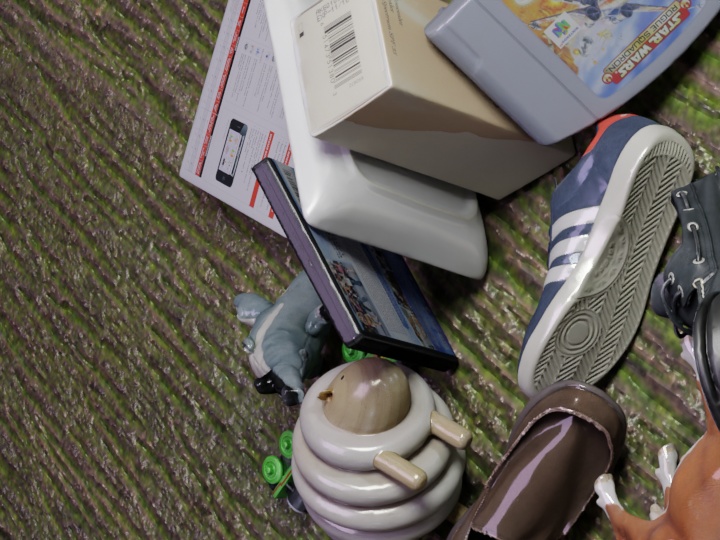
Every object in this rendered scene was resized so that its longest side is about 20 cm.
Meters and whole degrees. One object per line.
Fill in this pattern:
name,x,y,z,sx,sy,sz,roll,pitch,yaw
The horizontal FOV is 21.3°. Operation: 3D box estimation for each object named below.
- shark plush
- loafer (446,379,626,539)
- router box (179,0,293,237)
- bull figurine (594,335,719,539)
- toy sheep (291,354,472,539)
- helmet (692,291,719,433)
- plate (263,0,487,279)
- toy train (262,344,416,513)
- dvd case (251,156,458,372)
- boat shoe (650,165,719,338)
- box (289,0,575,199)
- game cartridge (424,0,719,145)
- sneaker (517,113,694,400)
shark plush,-0.052,0.044,1.447,0.083,0.200,0.091,-41,93,16
loafer,0.114,0.160,1.268,0.201,0.072,0.071,-63,-1,33
router box,-0.062,-0.143,1.576,0.179,0.048,0.202,30,106,49
bull figurine,0.224,0.115,1.162,0.201,0.065,0.122,-59,40,22
toy sheep,0.015,0.140,1.360,0.138,0.137,0.202,50,152,43
helmet,0.285,0.029,1.004,0.198,0.190,0.202,18,125,28
plate,0.019,-0.106,1.355,0.032,0.199,0.202,-28,61,32
toy train,-0.012,0.110,1.475,0.057,0.041,0.201,51,122,31
dvd case,0.000,0.000,1.339,0.017,0.200,0.144,-32,72,14
boat shoe,0.205,0.008,1.135,0.065,0.075,0.201,-10,42,20
box,0.052,-0.123,1.308,0.077,0.199,0.096,-29,63,35
game cartridge,0.155,-0.180,1.236,0.200,0.133,0.042,-44,17,16
sneaker,0.150,-0.011,1.277,0.084,0.074,0.202,39,106,52
